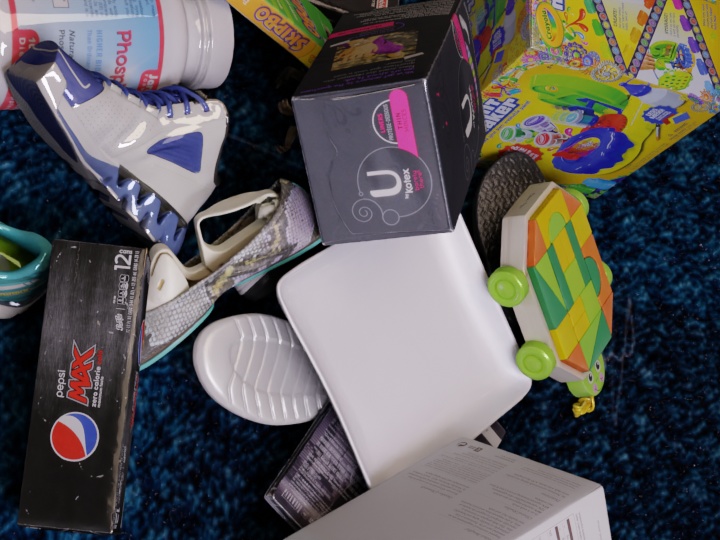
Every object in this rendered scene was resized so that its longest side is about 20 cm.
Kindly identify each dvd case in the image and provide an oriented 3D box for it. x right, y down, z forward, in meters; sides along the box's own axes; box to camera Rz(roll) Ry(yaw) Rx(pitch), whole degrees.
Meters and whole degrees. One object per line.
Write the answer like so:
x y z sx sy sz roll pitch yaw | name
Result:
0.024 0.151 1.262 0.149 0.016 0.200 49 55 -20 | dvd case

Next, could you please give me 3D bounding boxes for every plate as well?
0.033 0.054 1.253 0.199 0.032 0.201 -36 106 -38 | plate

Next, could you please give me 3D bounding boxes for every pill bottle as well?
-0.205 -0.181 1.249 0.199 0.109 0.110 -5 71 -28 | pill bottle

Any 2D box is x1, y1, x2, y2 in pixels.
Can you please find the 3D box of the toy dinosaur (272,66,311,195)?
-0.019 -0.141 1.372 0.101 0.058 0.201 42 62 -23 | toy dinosaur

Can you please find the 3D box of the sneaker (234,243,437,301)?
0.000 0.000 1.300 0.199 0.073 0.112 -33 87 -34 | sneaker

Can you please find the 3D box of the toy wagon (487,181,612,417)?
0.172 0.029 1.347 0.155 0.039 0.201 -46 120 -49 | toy wagon

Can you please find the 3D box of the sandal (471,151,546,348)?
0.123 -0.002 1.388 0.075 0.048 0.202 6 79 -26 | sandal

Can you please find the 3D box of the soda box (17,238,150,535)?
-0.193 0.083 1.133 0.070 0.063 0.202 6 80 -2 | soda box

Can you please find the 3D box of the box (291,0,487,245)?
0.028 -0.119 1.232 0.200 0.105 0.123 -67 148 -60 | box

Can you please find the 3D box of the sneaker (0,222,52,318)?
-0.312 -0.029 1.146 0.199 0.080 0.078 16 63 -20 | sneaker

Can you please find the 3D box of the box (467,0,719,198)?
0.177 -0.174 1.390 0.191 0.200 0.123 13 64 -21 | box

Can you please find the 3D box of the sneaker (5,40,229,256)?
-0.168 -0.112 1.207 0.115 0.080 0.200 -48 129 -14 | sneaker

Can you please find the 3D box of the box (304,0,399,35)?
-0.055 -0.314 1.421 0.197 0.050 0.201 17 63 -20 | box

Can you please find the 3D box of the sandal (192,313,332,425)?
-0.052 0.082 1.256 0.202 0.050 0.083 10 76 -38 | sandal

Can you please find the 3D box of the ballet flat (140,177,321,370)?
-0.120 -0.004 1.205 0.200 0.072 0.072 -36 87 -5 | ballet flat

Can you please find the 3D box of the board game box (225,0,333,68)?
-0.094 -0.235 1.294 0.199 0.030 0.096 34 21 -27 | board game box

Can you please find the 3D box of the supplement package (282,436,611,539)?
0.064 0.242 1.155 0.199 0.151 0.152 -25 113 -33 | supplement package
